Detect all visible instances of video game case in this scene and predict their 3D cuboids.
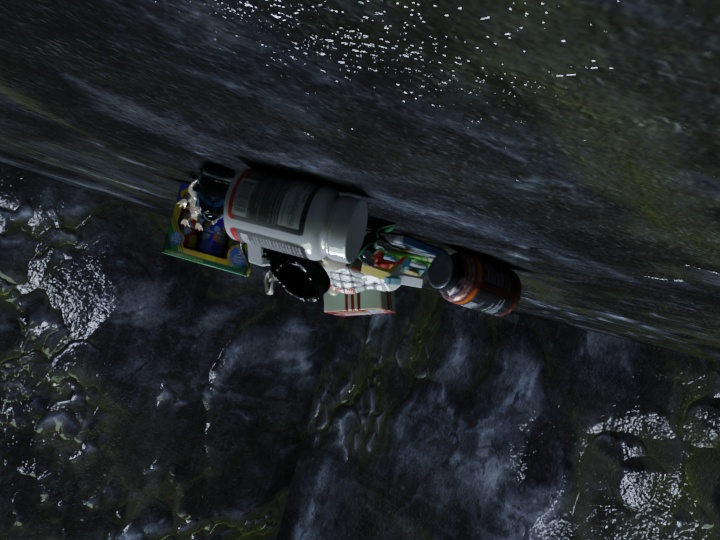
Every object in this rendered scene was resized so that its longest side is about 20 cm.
[{"bbox_3d":[0.077,-0.060,1.399,0.142,0.018,0.199,17,177,-40],"label":"video game case"}]

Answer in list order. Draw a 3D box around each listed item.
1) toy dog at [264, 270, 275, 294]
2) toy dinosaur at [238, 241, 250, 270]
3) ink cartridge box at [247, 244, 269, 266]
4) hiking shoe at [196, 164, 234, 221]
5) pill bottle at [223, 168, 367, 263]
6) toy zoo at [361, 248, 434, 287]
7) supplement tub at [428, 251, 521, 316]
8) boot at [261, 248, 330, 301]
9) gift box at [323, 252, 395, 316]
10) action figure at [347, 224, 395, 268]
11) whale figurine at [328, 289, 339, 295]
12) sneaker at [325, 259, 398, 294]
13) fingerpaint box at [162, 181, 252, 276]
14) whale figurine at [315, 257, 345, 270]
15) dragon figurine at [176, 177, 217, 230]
[{"bbox_3d":[-0.172,-0.046,1.482,0.095,0.202,0.132,3,149,-28],"label":"toy dog"},{"bbox_3d":[-0.199,-0.101,1.117,0.047,0.089,0.201,5,136,-9],"label":"toy dinosaur"},{"bbox_3d":[-0.131,-0.059,1.332,0.197,0.086,0.146,-4,-175,-21],"label":"ink cartridge box"},{"bbox_3d":[-0.268,-0.133,1.136,0.073,0.088,0.200,15,177,-8],"label":"hiking shoe"},{"bbox_3d":[-0.096,-0.080,0.956,0.197,0.116,0.114,15,177,16],"label":"pill bottle"},{"bbox_3d":[0.083,-0.006,1.313,0.129,0.021,0.200,14,-162,16],"label":"toy zoo"},{"bbox_3d":[0.232,0.024,1.293,0.198,0.108,0.106,18,176,-36],"label":"supplement tub"},{"bbox_3d":[-0.110,0.010,1.182,0.198,0.073,0.163,47,-179,-31],"label":"boot"},{"bbox_3d":[0.013,0.018,1.661,0.197,0.190,0.184,-5,171,11],"label":"gift box"},{"bbox_3d":[0.020,-0.048,1.251,0.055,0.118,0.200,52,-178,-8],"label":"action figure"},{"bbox_3d":[-0.059,-0.003,1.523,0.197,0.161,0.104,-11,149,12],"label":"whale figurine"},{"bbox_3d":[0.000,0.000,1.417,0.197,0.078,0.082,5,-140,6],"label":"sneaker"},{"bbox_3d":[-0.332,-0.093,1.447,0.197,0.169,0.073,16,179,-2],"label":"fingerpaint box"},{"bbox_3d":[-0.091,-0.090,1.167,0.199,0.104,0.159,40,-178,8],"label":"whale figurine"},{"bbox_3d":[-0.334,-0.154,1.316,0.058,0.100,0.201,15,144,4],"label":"dragon figurine"}]
